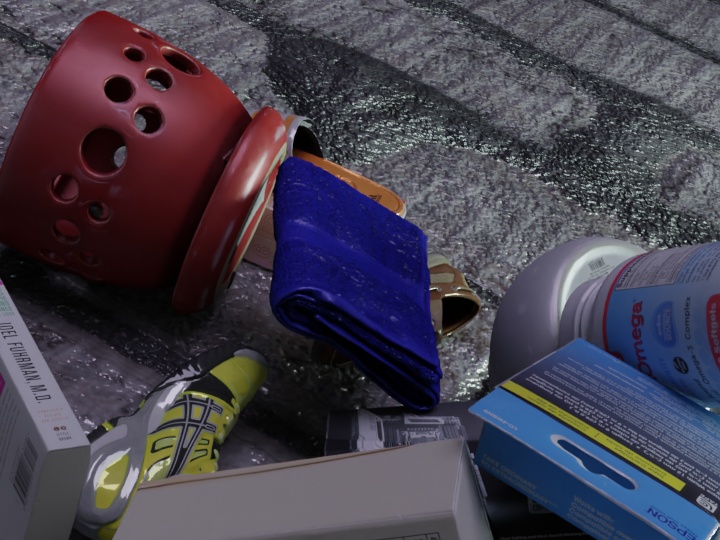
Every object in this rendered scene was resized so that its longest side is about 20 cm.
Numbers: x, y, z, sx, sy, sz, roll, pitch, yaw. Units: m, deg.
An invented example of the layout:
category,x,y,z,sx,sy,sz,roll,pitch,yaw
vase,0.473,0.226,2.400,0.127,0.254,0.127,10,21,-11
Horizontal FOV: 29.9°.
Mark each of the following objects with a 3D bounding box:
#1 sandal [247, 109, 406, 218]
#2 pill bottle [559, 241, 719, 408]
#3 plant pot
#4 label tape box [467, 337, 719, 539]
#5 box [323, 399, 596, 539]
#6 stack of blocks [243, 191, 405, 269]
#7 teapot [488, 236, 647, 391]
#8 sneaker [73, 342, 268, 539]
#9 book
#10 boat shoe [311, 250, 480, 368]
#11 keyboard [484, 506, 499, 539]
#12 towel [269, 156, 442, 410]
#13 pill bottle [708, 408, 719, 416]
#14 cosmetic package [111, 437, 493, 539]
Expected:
category,x,y,z,sx,sy,sz,roll,pitch,yaw
sandal,-0.049,-0.105,1.191,0.206,0.059,0.079,21,30,1
pill bottle,0.225,0.037,0.898,0.108,0.110,0.200,2,-7,-29
plant pot,-0.165,-0.078,1.060,0.182,0.201,0.201,24,30,0
label tape box,0.147,0.116,0.789,0.143,0.066,0.200,30,22,19
box,0.074,0.153,0.908,0.199,0.050,0.158,-5,31,5
stack of blocks,-0.069,-0.054,1.216,0.199,0.059,0.115,22,30,3
teapot,0.171,0.080,1.075,0.199,0.146,0.198,28,54,-22
sneaker,-0.121,0.120,0.904,0.076,0.076,0.200,37,44,13
book,-0.225,0.090,0.815,0.048,0.134,0.200,-3,38,-35
boat shoe,0.037,0.038,1.121,0.072,0.076,0.200,36,35,21
keyboard,0.052,0.219,0.789,0.104,0.040,0.201,-21,65,-3
towel,0.000,0.000,1.000,0.147,0.050,0.200,36,24,-23
pill bottle,0.289,0.149,0.968,0.112,0.201,0.113,15,31,-9
cosmetic package,-0.028,0.166,0.755,0.199,0.104,0.073,-9,25,14
